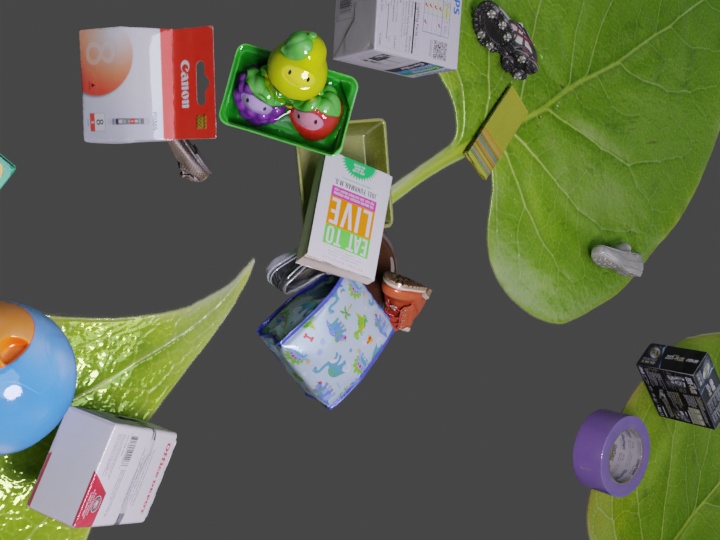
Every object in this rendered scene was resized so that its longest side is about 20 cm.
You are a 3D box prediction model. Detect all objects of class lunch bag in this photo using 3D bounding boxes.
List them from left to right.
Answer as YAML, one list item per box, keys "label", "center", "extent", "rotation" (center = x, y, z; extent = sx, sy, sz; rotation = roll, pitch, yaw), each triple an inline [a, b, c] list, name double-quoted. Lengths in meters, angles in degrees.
- label: "lunch bag"
  center: [-0.051, 0.108, 1.442]
  extent: [0.200, 0.127, 0.170]
  rotation: [-43, 118, -16]

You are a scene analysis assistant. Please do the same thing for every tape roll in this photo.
- label: "tape roll"
  center: [0.615, 0.445, 2.017]
  extent: [0.200, 0.085, 0.200]
  rotation: [-4, 97, -37]

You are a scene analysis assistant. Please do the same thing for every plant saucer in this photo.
- label: "plant saucer"
  center: [-0.038, -0.166, 1.475]
  extent: [0.200, 0.048, 0.200]
  rotation: [-11, 101, -36]
- label: "plant saucer"
  center: [0.000, 0.000, 1.528]
  extent: [0.200, 0.037, 0.201]
  rotation: [-3, 96, -38]

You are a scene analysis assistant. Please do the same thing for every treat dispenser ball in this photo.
- label: "treat dispenser ball"
  center: [-0.474, 0.138, 1.069]
  extent: [0.201, 0.201, 0.201]
  rotation: [-4, 97, -37]

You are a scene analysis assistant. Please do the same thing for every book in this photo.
- label: "book"
  center: [-0.023, -0.090, 1.392]
  extent: [0.134, 0.048, 0.200]
  rotation: [19, 66, -22]

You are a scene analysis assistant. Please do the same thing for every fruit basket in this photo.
- label: "fruit basket"
  center: [-0.107, -0.278, 1.285]
  extent: [0.216, 0.216, 0.156]
  rotation: [19, 83, -37]

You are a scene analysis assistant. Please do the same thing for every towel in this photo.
- label: "towel"
  center: [0.288, -0.291, 1.737]
  extent: [0.086, 0.018, 0.200]
  rotation: [49, 64, -36]

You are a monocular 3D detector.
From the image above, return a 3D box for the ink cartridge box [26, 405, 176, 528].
- label: "ink cartridge box"
  center: [-0.362, 0.283, 1.185]
  extent: [0.200, 0.084, 0.144]
  rotation: [50, 59, -70]

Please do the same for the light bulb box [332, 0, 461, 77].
- label: "light bulb box"
  center: [0.069, -0.465, 1.480]
  extent: [0.200, 0.125, 0.198]
  rotation: [3, 92, -39]

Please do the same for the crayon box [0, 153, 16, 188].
- label: "crayon box"
  center: [-0.538, -0.072, 1.051]
  extent: [0.058, 0.119, 0.200]
  rotation: [44, 68, -32]

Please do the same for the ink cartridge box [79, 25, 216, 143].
- label: "ink cartridge box"
  center: [-0.304, -0.263, 1.171]
  extent: [0.050, 0.200, 0.162]
  rotation: [-14, 105, -66]

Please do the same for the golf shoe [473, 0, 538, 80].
- label: "golf shoe"
  center: [0.299, -0.486, 1.702]
  extent: [0.200, 0.077, 0.088]
  rotation: [45, 48, -34]

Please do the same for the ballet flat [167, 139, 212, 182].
- label: "ballet flat"
  center: [-0.301, -0.216, 1.266]
  extent: [0.046, 0.067, 0.200]
  rotation: [-32, 121, 4]

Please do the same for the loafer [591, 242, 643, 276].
- label: "loafer"
  center: [0.619, -0.036, 1.988]
  extent: [0.200, 0.070, 0.070]
  rotation: [18, 79, -45]

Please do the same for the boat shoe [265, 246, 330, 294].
- label: "boat shoe"
  center: [-0.063, -0.019, 1.414]
  extent: [0.200, 0.071, 0.072]
  rotation: [-33, 145, -13]

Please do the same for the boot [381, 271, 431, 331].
- label: "boot"
  center: [0.074, 0.064, 1.527]
  extent: [0.107, 0.075, 0.200]
  rotation: [-62, 160, -1]

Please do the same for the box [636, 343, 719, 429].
- label: "box"
  center: [0.828, 0.295, 2.117]
  extent: [0.086, 0.164, 0.200]
  rotation: [-45, 119, -25]
